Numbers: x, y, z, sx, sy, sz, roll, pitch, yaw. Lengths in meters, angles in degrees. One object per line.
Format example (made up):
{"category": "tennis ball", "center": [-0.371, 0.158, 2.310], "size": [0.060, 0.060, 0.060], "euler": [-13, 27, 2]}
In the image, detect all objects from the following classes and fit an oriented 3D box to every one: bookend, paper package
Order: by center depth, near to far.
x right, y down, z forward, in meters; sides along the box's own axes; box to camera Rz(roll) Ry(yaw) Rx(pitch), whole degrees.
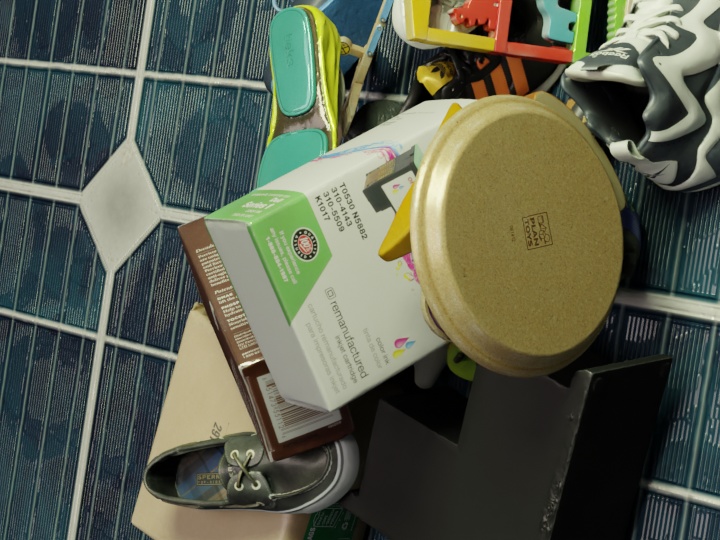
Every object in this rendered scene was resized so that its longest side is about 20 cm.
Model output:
{"category": "bookend", "center": [0.099, 0.120, 1.322], "size": [0.200, 0.092, 0.199], "euler": [28, 115, 40]}
{"category": "paper package", "center": [-0.078, 0.153, 1.511], "size": [0.190, 0.103, 0.200], "euler": [25, 102, 43]}

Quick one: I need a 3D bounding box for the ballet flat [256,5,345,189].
{"category": "ballet flat", "center": [-0.038, -0.107, 1.414], "size": [0.067, 0.067, 0.200], "euler": [-6, 75, 30]}

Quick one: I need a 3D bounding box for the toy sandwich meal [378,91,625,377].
{"category": "toy sandwich meal", "center": [0.096, -0.027, 1.211], "size": [0.070, 0.205, 0.206], "euler": [-8, 79, 52]}

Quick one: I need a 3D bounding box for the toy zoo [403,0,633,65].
{"category": "toy zoo", "center": [0.108, -0.220, 1.314], "size": [0.020, 0.200, 0.132], "euler": [-175, 92, -75]}

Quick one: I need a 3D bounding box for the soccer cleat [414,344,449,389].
{"category": "soccer cleat", "center": [-0.006, 0.036, 1.475], "size": [0.200, 0.069, 0.078], "euler": [19, 88, 41]}

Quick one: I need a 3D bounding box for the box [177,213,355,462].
{"category": "box", "center": [-0.075, 0.042, 1.398], "size": [0.200, 0.075, 0.100], "euler": [-118, 10, -54]}

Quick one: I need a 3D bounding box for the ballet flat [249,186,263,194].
{"category": "ballet flat", "center": [0.000, 0.000, 1.345], "size": [0.070, 0.200, 0.065], "euler": [-35, 41, 54]}

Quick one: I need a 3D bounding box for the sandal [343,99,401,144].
{"category": "sandal", "center": [0.011, -0.058, 1.449], "size": [0.075, 0.048, 0.201], "euler": [-9, 58, 22]}

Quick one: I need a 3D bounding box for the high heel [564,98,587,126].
{"category": "high heel", "center": [0.081, -0.090, 1.356], "size": [0.200, 0.142, 0.071], "euler": [-52, 10, 32]}

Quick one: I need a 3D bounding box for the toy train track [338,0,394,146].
{"category": "toy train track", "center": [-0.002, -0.184, 1.459], "size": [0.115, 0.032, 0.200], "euler": [-77, 8, -51]}

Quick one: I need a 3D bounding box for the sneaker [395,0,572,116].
{"category": "sneaker", "center": [0.090, -0.152, 1.388], "size": [0.200, 0.090, 0.070], "euler": [-55, 52, 26]}

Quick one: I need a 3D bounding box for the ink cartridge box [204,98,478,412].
{"category": "ink cartridge box", "center": [0.015, -0.014, 1.266], "size": [0.084, 0.200, 0.145], "euler": [6, 122, 62]}

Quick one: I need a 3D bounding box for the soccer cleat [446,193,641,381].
{"category": "soccer cleat", "center": [0.137, 0.013, 1.358], "size": [0.200, 0.065, 0.084], "euler": [-45, 27, 36]}

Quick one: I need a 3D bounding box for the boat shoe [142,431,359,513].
{"category": "boat shoe", "center": [-0.087, 0.157, 1.410], "size": [0.200, 0.057, 0.069], "euler": [-14, 76, 41]}

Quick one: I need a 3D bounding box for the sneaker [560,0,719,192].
{"category": "sneaker", "center": [0.196, -0.158, 1.258], "size": [0.079, 0.129, 0.200], "euler": [-1, 85, 44]}

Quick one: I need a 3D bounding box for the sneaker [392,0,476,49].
{"category": "sneaker", "center": [0.072, -0.225, 1.391], "size": [0.099, 0.078, 0.200], "euler": [-44, 11, 52]}

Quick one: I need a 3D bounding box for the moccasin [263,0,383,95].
{"category": "moccasin", "center": [-0.018, -0.231, 1.527], "size": [0.200, 0.080, 0.068], "euler": [-54, 46, 8]}
